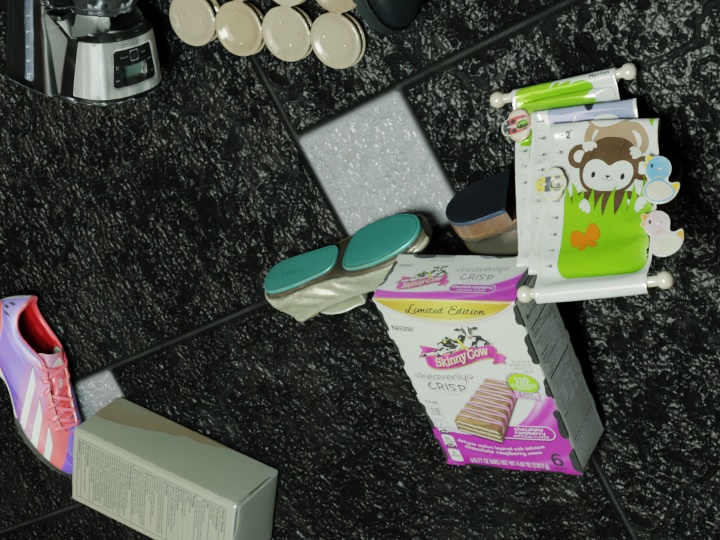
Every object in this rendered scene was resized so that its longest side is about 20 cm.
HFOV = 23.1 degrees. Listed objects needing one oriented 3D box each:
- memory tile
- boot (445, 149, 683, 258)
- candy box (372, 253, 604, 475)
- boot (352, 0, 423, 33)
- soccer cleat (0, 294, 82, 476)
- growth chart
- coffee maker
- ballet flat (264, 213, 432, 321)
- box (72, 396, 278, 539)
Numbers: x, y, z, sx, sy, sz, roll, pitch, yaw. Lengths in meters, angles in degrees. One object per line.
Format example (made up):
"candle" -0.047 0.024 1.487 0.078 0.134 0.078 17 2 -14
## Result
"memory tile" -0.083 -0.254 1.504 0.199 0.017 0.154 12 119 28
"boot" 0.177 -0.039 1.421 0.199 0.075 0.097 -10 130 29
"candy box" 0.110 0.080 1.476 0.136 0.061 0.200 1 131 33
"boot" 0.067 -0.283 1.351 0.168 0.076 0.201 4 108 36
"soccer cleat" -0.325 0.119 1.818 0.073 0.068 0.200 -21 97 34
"growth chart" 0.174 -0.066 1.353 0.144 0.018 0.201 -16 65 27
"coffee maker" -0.252 -0.266 1.555 0.192 0.134 0.201 -133 41 -51
"ballet flat" 0.000 0.000 1.557 0.200 0.068 0.062 -17 130 41
"box" -0.187 0.215 1.763 0.200 0.078 0.095 23 123 23
